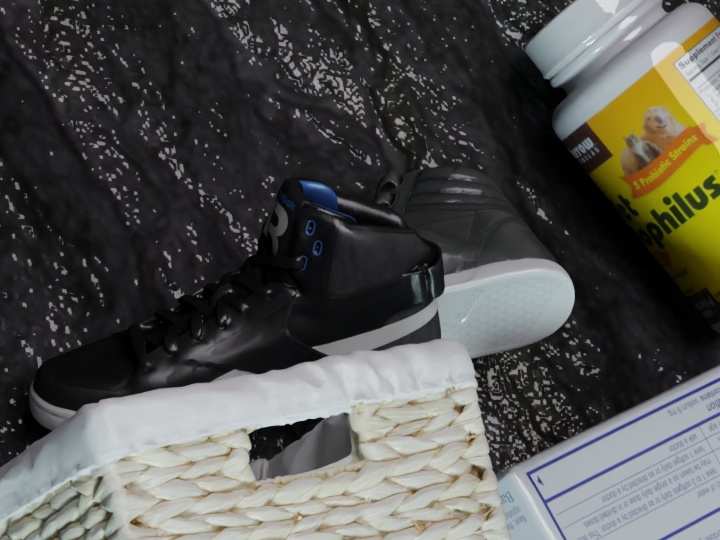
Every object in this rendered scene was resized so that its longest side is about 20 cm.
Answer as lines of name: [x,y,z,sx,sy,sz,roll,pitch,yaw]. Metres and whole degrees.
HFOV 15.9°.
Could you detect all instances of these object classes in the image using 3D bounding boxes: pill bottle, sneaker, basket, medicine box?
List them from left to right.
basket: [-0.055,0.142,1.115,0.198,0.200,0.162,-9,73,-35]
sneaker: [-0.058,0.012,1.210,0.199,0.112,0.073,-6,26,-17]
sneaker: [0.000,0.000,1.313,0.199,0.071,0.099,-7,38,-14]
medicine box: [0.158,0.171,1.291,0.182,0.103,0.201,-21,79,-37]
pill bottle: [0.182,-0.070,1.426,0.200,0.109,0.109,51,51,1]
